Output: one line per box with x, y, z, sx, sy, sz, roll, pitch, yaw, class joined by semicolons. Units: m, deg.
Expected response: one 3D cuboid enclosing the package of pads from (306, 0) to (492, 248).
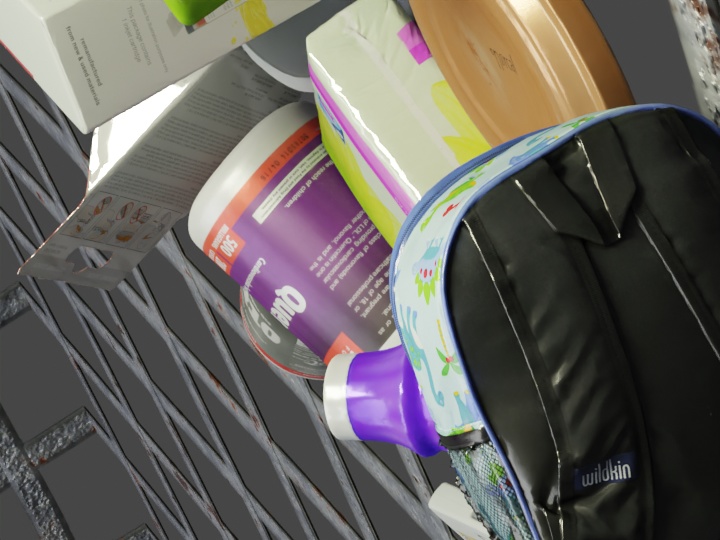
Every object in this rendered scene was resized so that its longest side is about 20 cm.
0.048;-0.041;1.617;0.200;0.068;0.155;54;172;16;package of pads

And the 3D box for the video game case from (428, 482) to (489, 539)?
0.152;0.214;1.784;0.200;0.023;0.182;43;168;-30;video game case

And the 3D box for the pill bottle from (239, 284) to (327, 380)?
-0.020;-0.003;1.897;0.114;0.114;0.200;55;168;10;pill bottle

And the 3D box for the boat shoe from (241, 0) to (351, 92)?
-0.054;-0.167;1.749;0.200;0.070;0.064;58;171;40;boat shoe

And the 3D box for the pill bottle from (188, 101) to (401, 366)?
0.000;0.000;1.735;0.200;0.112;0.113;42;166;8;pill bottle

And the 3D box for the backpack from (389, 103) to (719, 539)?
0.109;0.033;1.314;0.201;0.182;0.147;64;166;-9;backpack

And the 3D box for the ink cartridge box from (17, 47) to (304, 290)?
-0.133;-0.077;1.850;0.050;0.200;0.161;49;-170;16;ink cartridge box

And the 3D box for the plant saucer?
0.076;-0.107;1.452;0.201;0.032;0.200;53;167;18;plant saucer

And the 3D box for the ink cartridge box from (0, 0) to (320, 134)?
-0.107;-0.183;1.590;0.145;0.199;0.084;44;159;48;ink cartridge box

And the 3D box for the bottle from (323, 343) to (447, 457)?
0.080;0.064;1.520;0.199;0.066;0.084;-3;136;24;bottle

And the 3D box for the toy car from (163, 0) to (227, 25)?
-0.045;-0.196;1.435;0.158;0.164;0.200;54;177;15;toy car
